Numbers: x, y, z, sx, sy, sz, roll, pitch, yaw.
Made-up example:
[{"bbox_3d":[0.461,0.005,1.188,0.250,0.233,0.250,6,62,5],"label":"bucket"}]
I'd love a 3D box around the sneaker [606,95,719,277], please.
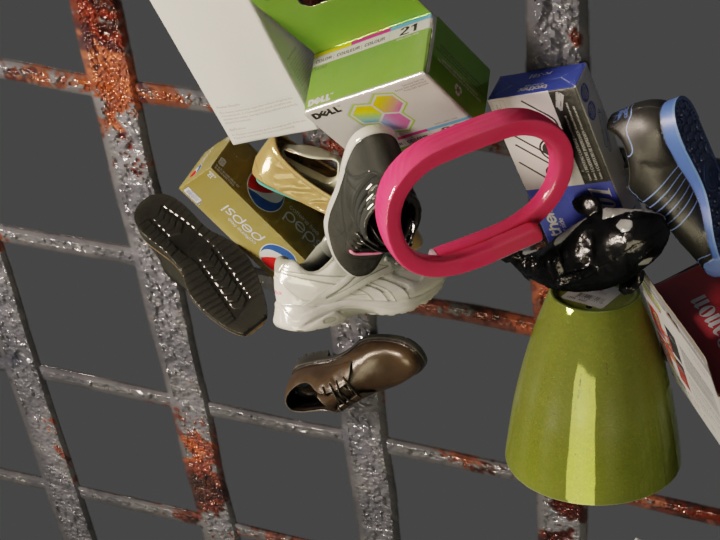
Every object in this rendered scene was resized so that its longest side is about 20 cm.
[{"bbox_3d":[0.300,-0.077,1.468,0.078,0.070,0.200,-6,122,36],"label":"sneaker"}]

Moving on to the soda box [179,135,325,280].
[{"bbox_3d":[-0.098,-0.053,1.683,0.200,0.068,0.064,45,137,-17],"label":"soda box"}]

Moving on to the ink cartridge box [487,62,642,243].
[{"bbox_3d":[0.205,-0.103,1.502,0.094,0.044,0.200,-5,128,33],"label":"ink cartridge box"}]

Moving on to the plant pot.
[{"bbox_3d":[0.244,0.109,1.604,0.187,0.187,0.200,8,119,20],"label":"plant pot"}]

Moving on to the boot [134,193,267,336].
[{"bbox_3d":[-0.167,0.013,1.733,0.200,0.077,0.138,50,167,23],"label":"boot"}]

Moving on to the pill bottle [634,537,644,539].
[{"bbox_3d":[0.407,0.391,1.817,0.200,0.112,0.112,19,136,10],"label":"pill bottle"}]

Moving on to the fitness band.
[{"bbox_3d":[0.108,-0.073,1.431,0.200,0.037,0.144,-23,126,-13],"label":"fitness band"}]

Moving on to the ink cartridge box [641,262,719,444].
[{"bbox_3d":[0.353,0.082,1.483,0.084,0.200,0.176,-25,122,2],"label":"ink cartridge box"}]

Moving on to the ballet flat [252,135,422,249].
[{"bbox_3d":[-0.019,-0.084,1.621,0.200,0.069,0.063,25,122,2],"label":"ballet flat"}]

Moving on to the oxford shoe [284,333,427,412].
[{"bbox_3d":[-0.007,0.131,1.803,0.200,0.084,0.073,-22,116,37],"label":"oxford shoe"}]

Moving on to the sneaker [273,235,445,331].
[{"bbox_3d":[0.000,0.000,1.631,0.078,0.200,0.099,-155,54,-63],"label":"sneaker"}]

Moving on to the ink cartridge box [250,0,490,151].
[{"bbox_3d":[0.006,-0.194,1.447,0.148,0.076,0.200,-14,145,35],"label":"ink cartridge box"}]

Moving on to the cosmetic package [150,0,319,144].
[{"bbox_3d":[-0.114,-0.231,1.518,0.113,0.081,0.200,-6,126,31],"label":"cosmetic package"}]

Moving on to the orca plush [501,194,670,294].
[{"bbox_3d":[0.202,-0.014,1.489,0.200,0.071,0.105,4,118,44],"label":"orca plush"}]

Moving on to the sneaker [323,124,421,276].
[{"bbox_3d":[0.011,-0.038,1.502,0.071,0.099,0.200,-5,140,-13],"label":"sneaker"}]
